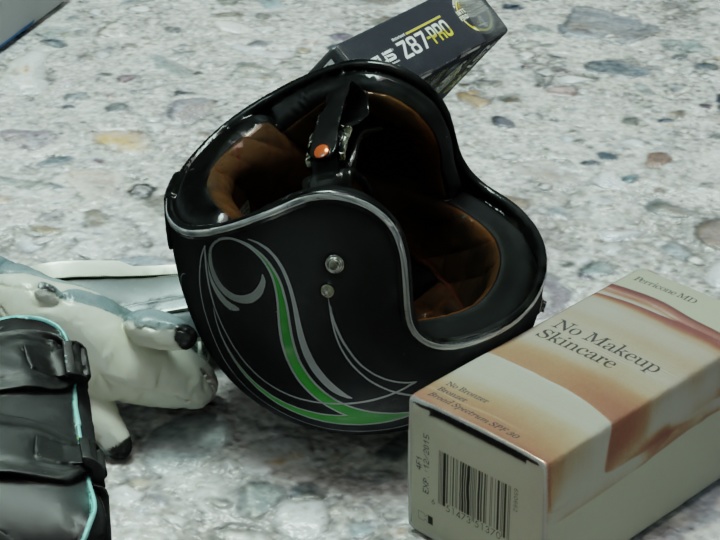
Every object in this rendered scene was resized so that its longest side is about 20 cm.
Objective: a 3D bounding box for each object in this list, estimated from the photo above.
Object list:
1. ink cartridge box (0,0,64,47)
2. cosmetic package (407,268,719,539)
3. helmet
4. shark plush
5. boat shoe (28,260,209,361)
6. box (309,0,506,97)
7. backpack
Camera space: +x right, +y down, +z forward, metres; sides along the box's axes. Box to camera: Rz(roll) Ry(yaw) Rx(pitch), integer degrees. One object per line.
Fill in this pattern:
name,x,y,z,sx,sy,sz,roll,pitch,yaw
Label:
ink cartridge box,-0.363,-0.280,1.847,0.198,0.146,0.147,9,30,18
cosmetic package,0.127,0.084,1.231,0.103,0.088,0.199,23,35,37
helmet,0.000,0.000,1.282,0.199,0.191,0.201,-25,29,15
shark plush,-0.177,0.034,1.299,0.198,0.092,0.083,20,18,1
boat shoe,-0.113,0.031,1.379,0.198,0.073,0.062,1,70,-13
box,-0.013,-0.090,1.442,0.049,0.200,0.161,52,41,8
backpack,-0.225,0.123,1.074,0.198,0.154,0.177,-3,43,-13
